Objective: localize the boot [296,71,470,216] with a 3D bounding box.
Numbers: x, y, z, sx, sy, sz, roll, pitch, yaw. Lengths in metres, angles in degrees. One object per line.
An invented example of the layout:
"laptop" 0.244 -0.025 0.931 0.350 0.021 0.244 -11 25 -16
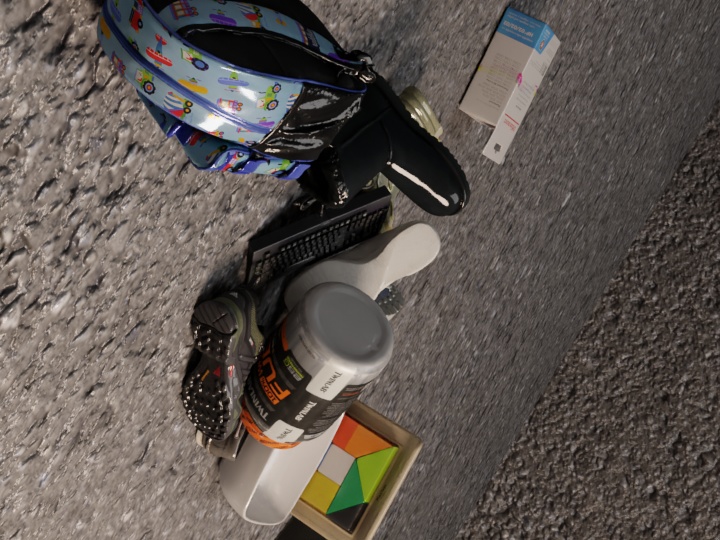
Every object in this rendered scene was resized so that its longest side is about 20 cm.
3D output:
"boot" 0.014 -0.108 1.413 0.076 0.201 0.168 -33 -171 46

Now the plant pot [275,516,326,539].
"plant pot" -0.071 0.532 2.083 0.200 0.176 0.201 -48 157 -31

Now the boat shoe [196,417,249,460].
"boat shoe" -0.123 0.156 1.601 0.200 0.057 0.067 -50 158 -32

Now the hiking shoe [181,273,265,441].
"hiking shoe" -0.141 0.104 1.452 0.100 0.075 0.202 -36 148 -45

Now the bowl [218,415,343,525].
"bowl" -0.110 0.230 1.715 0.201 0.074 0.200 -59 162 -4

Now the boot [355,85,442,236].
"boot" 0.040 -0.122 1.612 0.155 0.072 0.201 -51 155 -18

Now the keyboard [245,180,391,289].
"keyboard" -0.044 -0.052 1.479 0.199 0.021 0.128 -25 144 -31

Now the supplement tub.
"supplement tub" -0.057 0.115 1.483 0.122 0.122 0.200 -39 171 -48

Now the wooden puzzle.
"wooden puzzle" -0.031 0.273 1.803 0.187 0.199 0.037 -61 147 -2

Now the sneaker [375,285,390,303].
"sneaker" -0.020 0.081 1.651 0.201 0.076 0.148 -7 90 -59

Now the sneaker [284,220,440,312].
"sneaker" 0.000 0.000 1.552 0.198 0.076 0.088 -25 -167 -5

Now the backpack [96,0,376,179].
"backpack" -0.115 -0.167 0.998 0.199 0.183 0.135 -2 137 -53

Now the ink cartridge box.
"ink cartridge box" 0.207 -0.264 1.865 0.202 0.067 0.115 -64 161 5

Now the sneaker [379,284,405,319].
"sneaker" -0.013 0.071 1.777 0.199 0.076 0.081 -32 158 -49
